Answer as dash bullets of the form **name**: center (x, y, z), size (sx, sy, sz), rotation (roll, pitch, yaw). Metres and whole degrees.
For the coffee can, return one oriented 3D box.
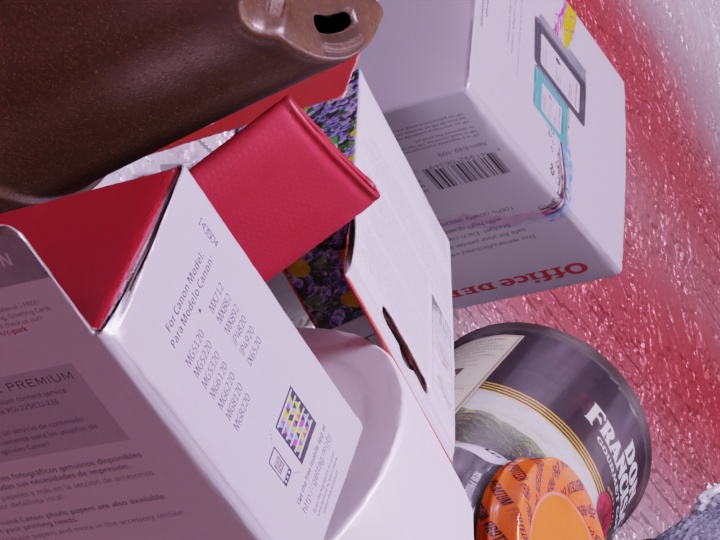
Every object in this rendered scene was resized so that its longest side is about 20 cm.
- **coffee can**: center (0.061, 0.132, 1.010), size (0.200, 0.146, 0.147), rotation (-40, 114, -58)

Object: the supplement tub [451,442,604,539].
- **supplement tub**: center (0.004, 0.146, 0.844), size (0.122, 0.200, 0.123), rotation (33, 51, -52)

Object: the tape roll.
- **tape roll**: center (-0.057, 0.112, 0.749), size (0.071, 0.202, 0.203), rotation (60, 33, -26)

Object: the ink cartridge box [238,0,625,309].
- **ink cartridge box**: center (0.049, -0.090, 1.074), size (0.200, 0.146, 0.146), rotation (44, 42, -46)

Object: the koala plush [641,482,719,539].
- **koala plush**: center (0.190, 0.217, 1.048), size (0.184, 0.177, 0.200), rotation (33, 83, -14)

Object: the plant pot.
- **plant pot**: center (-0.110, -0.127, 0.741), size (0.200, 0.198, 0.201), rotation (33, 48, -48)

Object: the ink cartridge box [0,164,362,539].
- **ink cartridge box**: center (-0.131, 0.040, 0.643), size (0.176, 0.200, 0.084), rotation (58, 35, -33)

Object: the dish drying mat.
- **dish drying mat**: center (-0.090, 0.007, 0.751), size (0.077, 0.200, 0.018), rotation (42, 16, -52)

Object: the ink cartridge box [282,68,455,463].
- **ink cartridge box**: center (0.000, 0.000, 0.852), size (0.109, 0.050, 0.200), rotation (61, 16, -26)

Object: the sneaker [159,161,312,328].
- **sneaker**: center (-0.037, -0.002, 0.975), size (0.200, 0.076, 0.081), rotation (15, 73, -50)

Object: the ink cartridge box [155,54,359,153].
- **ink cartridge box**: center (-0.059, -0.141, 0.885), size (0.050, 0.161, 0.200), rotation (55, 36, -31)
